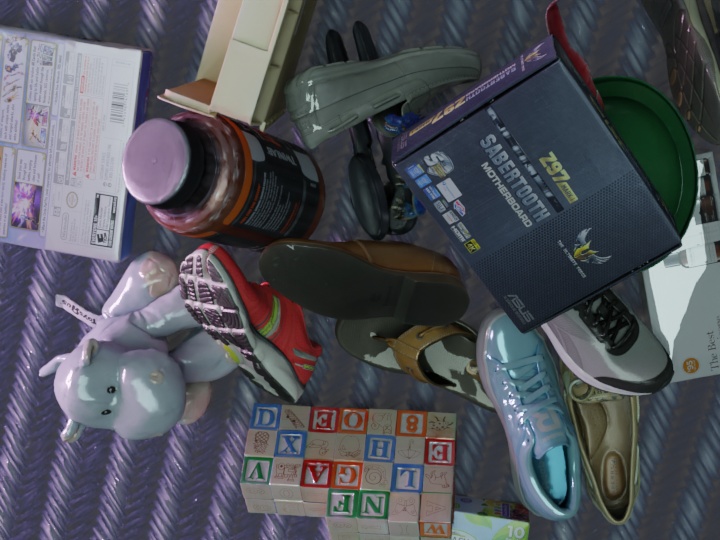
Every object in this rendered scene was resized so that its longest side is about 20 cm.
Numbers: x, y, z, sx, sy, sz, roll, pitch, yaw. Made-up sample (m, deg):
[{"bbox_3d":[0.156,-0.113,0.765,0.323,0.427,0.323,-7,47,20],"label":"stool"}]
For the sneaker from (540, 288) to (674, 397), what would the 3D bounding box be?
[{"bbox_3d":[0.196,0.035,1.094,0.200,0.080,0.074,42,67,8],"label":"sneaker"}]

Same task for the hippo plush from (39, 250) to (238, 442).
[{"bbox_3d":[-0.215,0.072,1.139,0.197,0.161,0.162,16,102,3],"label":"hippo plush"}]

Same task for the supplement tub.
[{"bbox_3d":[-0.119,-0.077,1.072,0.106,0.199,0.109,-3,82,27],"label":"supplement tub"}]

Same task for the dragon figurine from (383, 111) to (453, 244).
[{"bbox_3d":[0.093,-0.072,1.079,0.198,0.099,0.060,22,63,-22],"label":"dragon figurine"}]

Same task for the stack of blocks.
[{"bbox_3d":[-0.009,0.193,1.159,0.197,0.116,0.059,2,142,6],"label":"stack of blocks"}]

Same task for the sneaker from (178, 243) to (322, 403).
[{"bbox_3d":[-0.097,0.035,1.134,0.076,0.085,0.201,15,149,37],"label":"sneaker"}]

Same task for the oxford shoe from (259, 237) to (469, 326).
[{"bbox_3d":[0.000,0.000,1.130,0.197,0.072,0.072,12,128,-19],"label":"oxford shoe"}]

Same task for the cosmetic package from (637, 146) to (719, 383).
[{"bbox_3d":[0.294,-0.004,1.126,0.081,0.051,0.203,-11,99,9],"label":"cosmetic package"}]

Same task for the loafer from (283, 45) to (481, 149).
[{"bbox_3d":[0.025,-0.152,1.080,0.198,0.070,0.071,-16,92,-27],"label":"loafer"}]

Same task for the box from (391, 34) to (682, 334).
[{"bbox_3d":[0.142,-0.064,0.992,0.157,0.051,0.201,-30,116,19],"label":"box"}]

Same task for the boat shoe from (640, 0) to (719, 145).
[{"bbox_3d":[0.297,-0.202,1.044,0.072,0.075,0.203,-9,68,-8],"label":"boat shoe"}]

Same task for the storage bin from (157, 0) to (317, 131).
[{"bbox_3d":[-0.088,-0.233,1.051,0.092,0.199,0.203,19,102,-1],"label":"storage bin"}]

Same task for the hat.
[{"bbox_3d":[0.170,-0.090,1.031,0.164,0.175,0.203,-22,80,37],"label":"hat"}]

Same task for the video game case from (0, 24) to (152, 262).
[{"bbox_3d":[-0.298,-0.123,1.171,0.178,0.045,0.203,10,101,3],"label":"video game case"}]

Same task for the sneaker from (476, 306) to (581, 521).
[{"bbox_3d":[0.165,0.131,1.123,0.073,0.082,0.203,-20,96,-14],"label":"sneaker"}]

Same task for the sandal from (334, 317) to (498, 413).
[{"bbox_3d":[0.071,0.082,1.163,0.198,0.055,0.082,28,103,-1],"label":"sandal"}]

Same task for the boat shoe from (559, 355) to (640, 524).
[{"bbox_3d":[0.230,0.134,1.151,0.072,0.063,0.203,-12,98,9],"label":"boat shoe"}]

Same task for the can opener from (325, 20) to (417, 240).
[{"bbox_3d":[0.012,-0.128,1.131,0.062,0.079,0.203,-9,87,0],"label":"can opener"}]

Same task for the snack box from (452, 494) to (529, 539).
[{"bbox_3d":[0.084,0.323,1.208,0.140,0.053,0.203,7,101,4],"label":"snack box"}]
